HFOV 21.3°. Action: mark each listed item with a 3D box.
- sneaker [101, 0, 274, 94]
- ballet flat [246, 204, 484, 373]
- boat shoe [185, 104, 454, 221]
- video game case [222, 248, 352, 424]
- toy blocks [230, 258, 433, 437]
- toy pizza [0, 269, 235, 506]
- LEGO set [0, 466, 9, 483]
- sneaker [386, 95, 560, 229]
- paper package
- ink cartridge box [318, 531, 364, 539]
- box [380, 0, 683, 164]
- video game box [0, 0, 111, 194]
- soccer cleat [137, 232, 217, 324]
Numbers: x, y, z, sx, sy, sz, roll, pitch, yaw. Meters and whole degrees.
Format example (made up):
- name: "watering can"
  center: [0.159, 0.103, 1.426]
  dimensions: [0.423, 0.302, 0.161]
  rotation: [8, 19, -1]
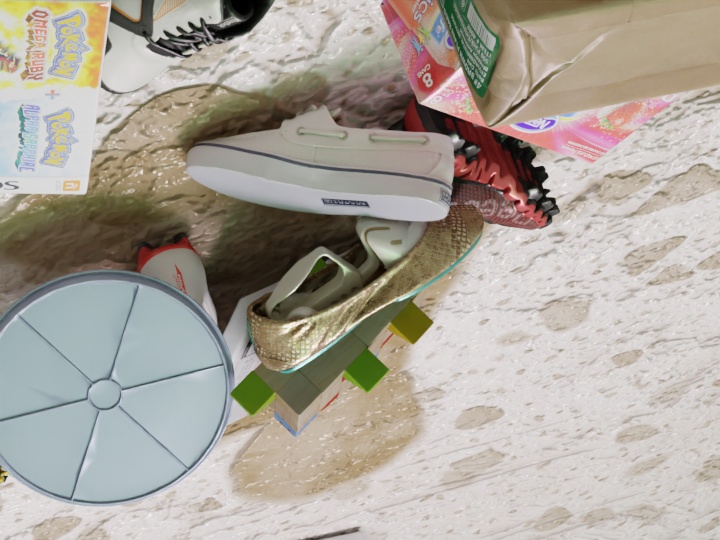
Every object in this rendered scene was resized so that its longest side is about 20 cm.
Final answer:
- name: "sneaker"
  center: [-0.109, -0.169, 1.211]
  dimensions: [0.073, 0.081, 0.200]
  rotation: [7, 143, -42]
- name: "ballet flat"
  center: [0.000, 0.000, 1.421]
  dimensions: [0.199, 0.071, 0.065]
  rotation: [-36, 123, -2]
- name: "boat shoe"
  center: [-0.028, -0.084, 1.397]
  dimensions: [0.198, 0.071, 0.071]
  rotation: [6, 163, 14]
- name: "video game case"
  center: [-0.054, 0.055, 1.615]
  dimensions: [0.181, 0.024, 0.201]
  rotation: [-25, 157, -35]
- name: "toy blocks"
  center: [-0.017, 0.058, 1.530]
  dimensions: [0.200, 0.100, 0.137]
  rotation: [-46, 172, -13]
- name: "toy pizza"
  center: [-0.195, 0.088, 1.458]
  dimensions: [0.198, 0.032, 0.202]
  rotation: [-4, 115, -8]
- name: "LEGO set"
  center: [-0.264, 0.124, 1.560]
  dimensions: [0.198, 0.117, 0.154]
  rotation: [-18, 148, 0]
- name: "sneaker"
  center: [0.077, -0.070, 1.494]
  dimensions: [0.098, 0.071, 0.200]
  rotation: [-34, 145, 24]
- name: "paper package"
  center: [0.136, -0.207, 1.171]
  dimensions: [0.189, 0.201, 0.104]
  rotation: [-12, 150, -11]
- name: "ink cartridge box"
  center: [-0.079, 0.397, 2.103]
  dimensions: [0.198, 0.147, 0.147]
  rotation: [-10, 150, -17]
- name: "box"
  center: [0.124, -0.158, 1.351]
  dimensions: [0.199, 0.095, 0.102]
  rotation: [15, 137, -45]
- name: "video game box"
  center: [-0.254, -0.122, 1.208]
  dimensions: [0.180, 0.047, 0.201]
  rotation: [-2, 147, -14]
- name: "soccer cleat"
  center: [-0.146, 0.051, 1.547]
  dimensions: [0.068, 0.086, 0.201]
  rotation: [-13, 150, -11]
